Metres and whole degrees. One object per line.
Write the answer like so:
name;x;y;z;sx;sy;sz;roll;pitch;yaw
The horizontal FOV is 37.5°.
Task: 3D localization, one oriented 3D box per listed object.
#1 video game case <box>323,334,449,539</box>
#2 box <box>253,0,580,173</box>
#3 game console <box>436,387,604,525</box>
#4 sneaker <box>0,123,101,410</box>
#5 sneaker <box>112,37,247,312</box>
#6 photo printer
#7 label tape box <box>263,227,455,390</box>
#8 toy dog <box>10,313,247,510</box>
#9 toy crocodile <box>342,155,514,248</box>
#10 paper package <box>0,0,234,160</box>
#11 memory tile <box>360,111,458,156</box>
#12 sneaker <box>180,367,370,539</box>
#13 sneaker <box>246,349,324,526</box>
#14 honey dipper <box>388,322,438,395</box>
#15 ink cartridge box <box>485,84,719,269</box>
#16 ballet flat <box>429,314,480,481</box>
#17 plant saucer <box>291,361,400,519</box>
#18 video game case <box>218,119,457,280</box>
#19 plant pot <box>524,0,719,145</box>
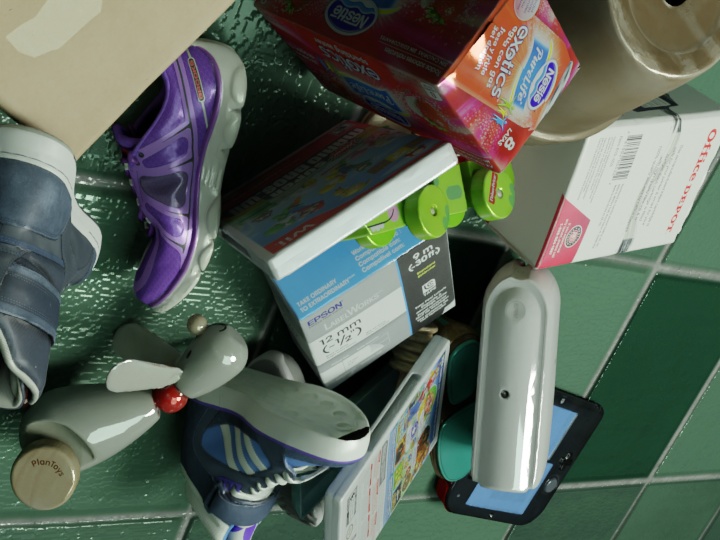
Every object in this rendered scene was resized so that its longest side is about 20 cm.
video game case;0.024;0.170;0.932;0.200;0.018;0.145;-50;153;-41
box;0.034;-0.158;0.707;0.096;0.199;0.100;-52;138;-5
game console;0.189;0.215;1.237;0.198;0.031;0.178;21;107;-45
sneaker;-0.214;0.018;0.661;0.075;0.149;0.203;8;162;-4
sneaker;-0.140;-0.069;0.758;0.082;0.081;0.203;7;112;-20
photo printer;0.150;0.092;1.003;0.166;0.068;0.204;-1;96;-77
label tape box;0.000;0.000;0.870;0.142;0.066;0.201;-32;152;-10
toy dog;-0.192;0.086;0.806;0.199;0.131;0.097;-38;106;-17
toy crocodile;0.051;-0.057;0.779;0.198;0.067;0.063;-18;97;-43
paper package;-0.177;-0.197;0.596;0.191;0.104;0.200;-45;138;0
memory tile;0.068;-0.119;0.903;0.152;0.017;0.201;25;105;-45
sneaker;-0.073;0.170;0.869;0.080;0.198;0.150;-11;109;-47
sneaker;-0.059;0.142;0.983;0.082;0.074;0.202;-49;144;-37
honey dipper;0.029;0.143;0.994;0.037;0.038;0.204;6;105;-39
ink cartridge box;0.230;-0.095;0.985;0.197;0.084;0.147;-10;130;-35
ballet flat;0.083;0.121;1.054;0.067;0.072;0.202;-25;134;-20
plant saucer;-0.004;0.145;0.985;0.200;0.019;0.071;-38;136;-48
video game case;-0.031;-0.058;0.750;0.142;0.200;0.018;-33;111;-11
plant pot;0.172;-0.191;0.761;0.196;0.173;0.204;-3;99;-24
